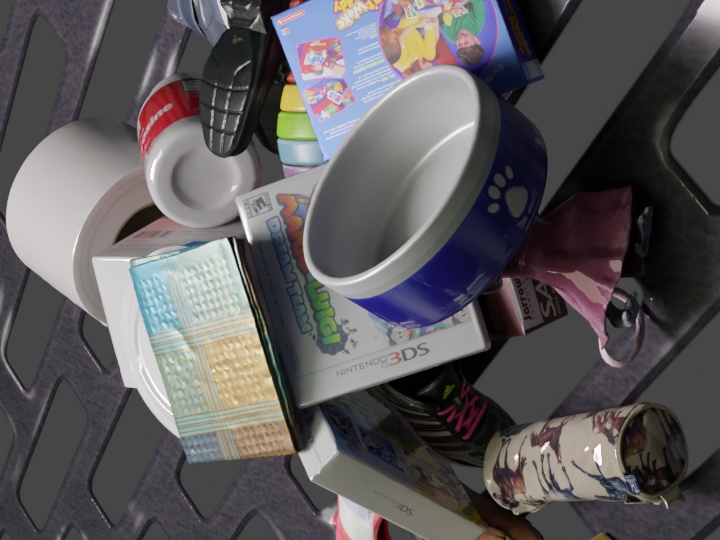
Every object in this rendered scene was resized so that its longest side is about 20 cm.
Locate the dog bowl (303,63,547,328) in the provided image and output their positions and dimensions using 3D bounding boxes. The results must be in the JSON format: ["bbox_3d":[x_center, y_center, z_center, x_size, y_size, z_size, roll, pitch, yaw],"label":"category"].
[{"bbox_3d":[0.049,-0.058,1.216,0.079,0.200,0.200,33,157,-29],"label":"dog bowl"}]

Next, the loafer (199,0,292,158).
[{"bbox_3d":[-0.095,-0.200,1.443,0.073,0.072,0.200,24,104,38],"label":"loafer"}]

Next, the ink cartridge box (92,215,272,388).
[{"bbox_3d":[-0.140,0.017,1.570,0.147,0.200,0.145,1,112,32],"label":"ink cartridge box"}]

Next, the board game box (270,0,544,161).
[{"bbox_3d":[0.038,-0.188,1.310,0.200,0.045,0.135,-18,94,28],"label":"board game box"}]

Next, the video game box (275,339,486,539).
[{"bbox_3d":[0.010,0.163,1.456,0.047,0.200,0.182,-49,35,12],"label":"video game box"}]

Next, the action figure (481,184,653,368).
[{"bbox_3d":[0.139,-0.021,1.276,0.200,0.134,0.149,9,144,24],"label":"action figure"}]

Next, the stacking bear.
[{"bbox_3d":[-0.024,-0.153,1.430,0.121,0.114,0.200,0,99,17],"label":"stacking bear"}]

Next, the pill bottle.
[{"bbox_3d":[-0.168,-0.130,1.574,0.200,0.112,0.112,-115,20,-62],"label":"pill bottle"}]

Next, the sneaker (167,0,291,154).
[{"bbox_3d":[-0.121,-0.222,1.551,0.146,0.077,0.202,27,137,53],"label":"sneaker"}]

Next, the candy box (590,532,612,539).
[{"bbox_3d":[0.181,0.321,1.347,0.117,0.200,0.056,39,136,34],"label":"candy box"}]

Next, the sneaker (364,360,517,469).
[{"bbox_3d":[0.073,0.116,1.422,0.200,0.074,0.087,38,161,-10],"label":"sneaker"}]

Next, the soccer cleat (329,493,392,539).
[{"bbox_3d":[0.004,0.218,1.653,0.076,0.067,0.200,3,109,18],"label":"soccer cleat"}]

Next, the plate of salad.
[{"bbox_3d":[-0.145,0.072,1.443,0.200,0.048,0.200,13,112,35],"label":"plate of salad"}]

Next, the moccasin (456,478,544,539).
[{"bbox_3d":[0.108,0.256,1.512,0.201,0.078,0.074,36,135,36],"label":"moccasin"}]

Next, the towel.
[{"bbox_3d":[-0.131,0.073,1.388,0.147,0.022,0.200,-11,99,41],"label":"towel"}]

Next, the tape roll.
[{"bbox_3d":[-0.271,-0.054,1.726,0.139,0.203,0.203,31,131,39],"label":"tape roll"}]

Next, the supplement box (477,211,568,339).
[{"bbox_3d":[0.088,0.007,1.412,0.200,0.061,0.109,-8,101,54],"label":"supplement box"}]

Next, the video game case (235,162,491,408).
[{"bbox_3d":[0.000,0.000,1.360,0.182,0.024,0.200,-19,82,15],"label":"video game case"}]

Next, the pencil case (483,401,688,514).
[{"bbox_3d":[0.192,0.169,1.354,0.200,0.078,0.089,-18,80,54],"label":"pencil case"}]
